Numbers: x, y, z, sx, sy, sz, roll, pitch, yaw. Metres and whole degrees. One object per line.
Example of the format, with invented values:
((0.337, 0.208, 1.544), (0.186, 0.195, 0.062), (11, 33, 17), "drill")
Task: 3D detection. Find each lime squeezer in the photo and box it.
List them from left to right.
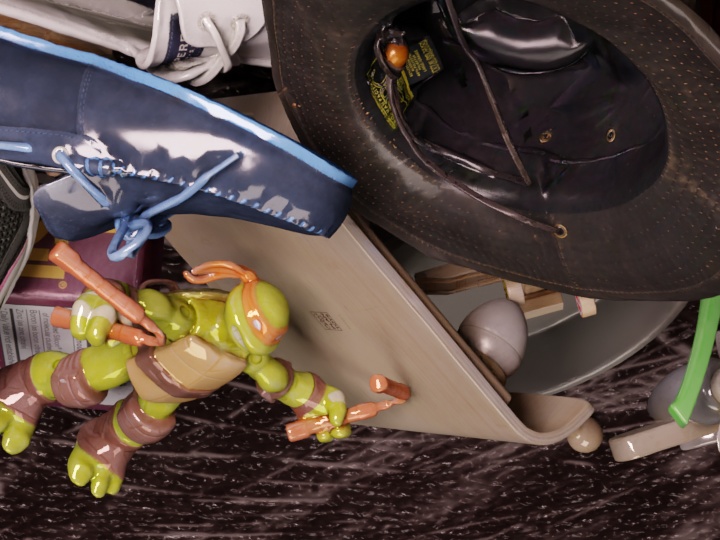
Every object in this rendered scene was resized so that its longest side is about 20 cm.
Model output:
((0.209, -0.010, 0.944), (0.199, 0.071, 0.038), (-33, 152, -18), "lime squeezer")

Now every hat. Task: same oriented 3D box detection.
((0.065, -0.074, 0.682), (0.199, 0.081, 0.201), (24, 147, 17), "hat")

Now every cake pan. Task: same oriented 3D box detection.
((0.075, 0.004, 0.981), (0.199, 0.037, 0.201), (-11, 146, -8), "cake pan")

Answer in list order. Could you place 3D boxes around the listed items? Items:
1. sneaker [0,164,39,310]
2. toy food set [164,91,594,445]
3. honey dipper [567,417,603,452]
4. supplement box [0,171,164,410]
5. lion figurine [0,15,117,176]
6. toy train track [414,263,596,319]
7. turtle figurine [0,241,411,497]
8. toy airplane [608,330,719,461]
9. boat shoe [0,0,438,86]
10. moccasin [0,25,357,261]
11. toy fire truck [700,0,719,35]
((-0.182, 0.026, 0.808), (0.080, 0.087, 0.201), (10, 127, -8), "sneaker")
((0.000, 0.000, 0.861), (0.143, 0.061, 0.200), (1, 138, 52), "toy food set")
((0.075, 0.069, 1.131), (0.038, 0.038, 0.199), (-23, 142, 35), "honey dipper")
((-0.194, -0.018, 0.923), (0.198, 0.132, 0.103), (3, 147, -2), "supplement box")
((-0.200, -0.096, 0.848), (0.199, 0.073, 0.122), (17, -173, 41), "lion figurine")
((0.081, -0.011, 0.863), (0.114, 0.033, 0.200), (-15, 158, -1), "toy train track")
((-0.088, 0.035, 0.829), (0.161, 0.065, 0.199), (-28, 145, 35), "turtle figurine")
((0.243, 0.053, 1.008), (0.198, 0.200, 0.142), (-2, 108, 23), "toy airplane")
((-0.067, -0.100, 0.726), (0.198, 0.066, 0.074), (13, 144, -8), "boat shoe")
((-0.099, -0.041, 0.725), (0.199, 0.069, 0.080), (19, 175, 16), "moccasin")
((0.177, -0.128, 0.749), (0.199, 0.129, 0.176), (20, 146, -8), "toy fire truck")
